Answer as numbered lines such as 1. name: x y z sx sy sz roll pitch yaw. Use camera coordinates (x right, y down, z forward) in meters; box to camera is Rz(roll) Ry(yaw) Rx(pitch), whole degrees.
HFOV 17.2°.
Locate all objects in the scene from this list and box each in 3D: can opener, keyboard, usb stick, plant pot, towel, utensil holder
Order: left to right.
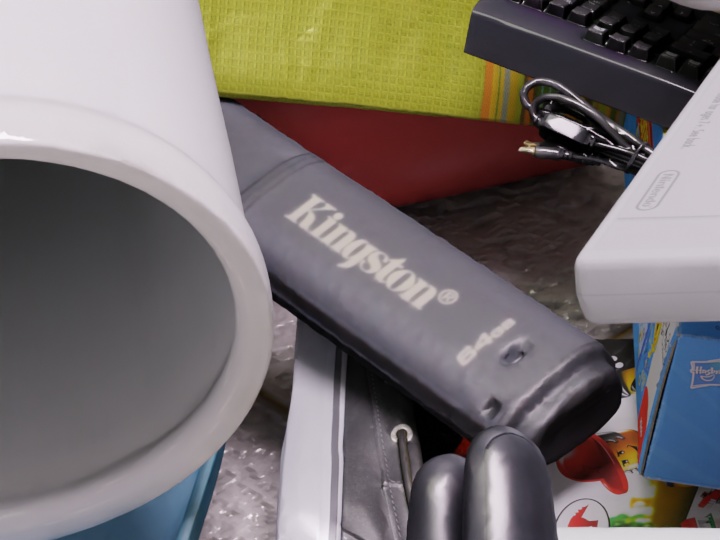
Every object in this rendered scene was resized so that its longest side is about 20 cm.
1. utensil holder: -0.124 -0.046 0.716 0.169 0.170 0.201 -12 49 -3
2. usb stick: 0.000 0.000 0.782 0.055 0.033 0.200 -31 48 -29
3. plant pot: 0.013 -0.112 0.942 0.176 0.201 0.201 -1 31 -7
4. towel: 0.022 -0.098 0.848 0.199 0.087 0.018 4 -2 -17
5. can opener: 0.034 0.138 0.589 0.078 0.063 0.201 12 58 -36
6. keyboard: 0.126 -0.051 0.768 0.199 0.021 0.127 21 36 18

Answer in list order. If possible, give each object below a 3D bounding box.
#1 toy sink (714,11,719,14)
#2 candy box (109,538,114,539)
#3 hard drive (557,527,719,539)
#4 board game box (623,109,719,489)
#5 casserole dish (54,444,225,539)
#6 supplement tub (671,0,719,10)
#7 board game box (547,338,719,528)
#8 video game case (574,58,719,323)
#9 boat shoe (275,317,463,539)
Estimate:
1. toy sink: 0.211 -0.137 0.915 0.199 0.112 0.131 -5 57 -13
2. candy box: -0.063 0.152 0.690 0.102 0.027 0.200 -24 35 -28
3. hard drive: 0.128 0.132 0.609 0.199 0.026 0.133 -1 66 13
4. board game box: 0.189 -0.001 0.777 0.199 0.056 0.196 8 35 -1
5. casserole dish: -0.105 0.081 0.754 0.120 0.039 0.200 -2 30 11
6. supplement tub: 0.178 -0.163 0.770 0.199 0.133 0.132 -14 31 -26
7. board game box: 0.095 0.090 0.732 0.126 0.035 0.200 -2 33 12
8. video game case: 0.175 -0.041 0.664 0.181 0.024 0.200 -2 25 27
9. boat shoe: 0.011 0.045 0.799 0.066 0.070 0.200 1 34 4
